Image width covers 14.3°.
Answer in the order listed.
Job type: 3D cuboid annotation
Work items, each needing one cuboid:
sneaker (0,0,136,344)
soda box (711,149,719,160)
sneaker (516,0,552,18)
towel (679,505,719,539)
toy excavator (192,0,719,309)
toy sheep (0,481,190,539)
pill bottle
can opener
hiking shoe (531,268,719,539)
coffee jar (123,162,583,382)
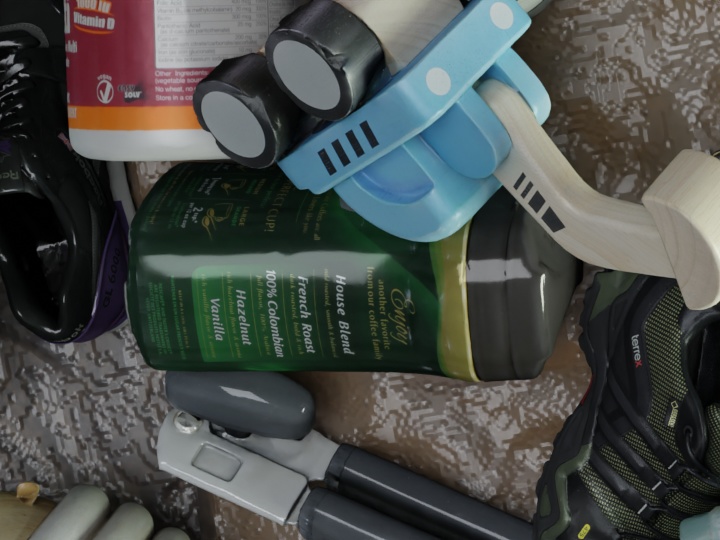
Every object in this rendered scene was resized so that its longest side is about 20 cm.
[{"bbox_3d":[-0.155,-0.064,1.351,0.075,0.088,0.201,-19,90,16],"label":"sneaker"},{"bbox_3d":[0.256,-0.077,1.252,0.200,0.063,0.071,-34,87,16],"label":"soda box"},{"bbox_3d":[0.100,-0.195,1.274,0.076,0.080,0.201,32,101,11],"label":"sneaker"},{"bbox_3d":[0.245,0.174,1.215,0.170,0.048,0.201,-20,92,14],"label":"towel"},{"bbox_3d":[0.056,-0.054,1.219,0.200,0.100,0.194,49,147,-9],"label":"toy excavator"},{"bbox_3d":[-0.120,0.177,1.348,0.200,0.138,0.138,43,105,-5],"label":"toy sheep"},{"bbox_3d":[-0.082,-0.153,1.311,0.109,0.110,0.201,0,96,15],"label":"pill bottle"},{"bbox_3d":[-0.005,0.098,1.332,0.199,0.067,0.053,22,56,16],"label":"can opener"},{"bbox_3d":[0.138,0.086,1.276,0.101,0.075,0.201,17,103,53],"label":"hiking shoe"},{"bbox_3d":[0.000,0.000,1.308,0.199,0.104,0.086,1,115,15],"label":"coffee jar"}]
